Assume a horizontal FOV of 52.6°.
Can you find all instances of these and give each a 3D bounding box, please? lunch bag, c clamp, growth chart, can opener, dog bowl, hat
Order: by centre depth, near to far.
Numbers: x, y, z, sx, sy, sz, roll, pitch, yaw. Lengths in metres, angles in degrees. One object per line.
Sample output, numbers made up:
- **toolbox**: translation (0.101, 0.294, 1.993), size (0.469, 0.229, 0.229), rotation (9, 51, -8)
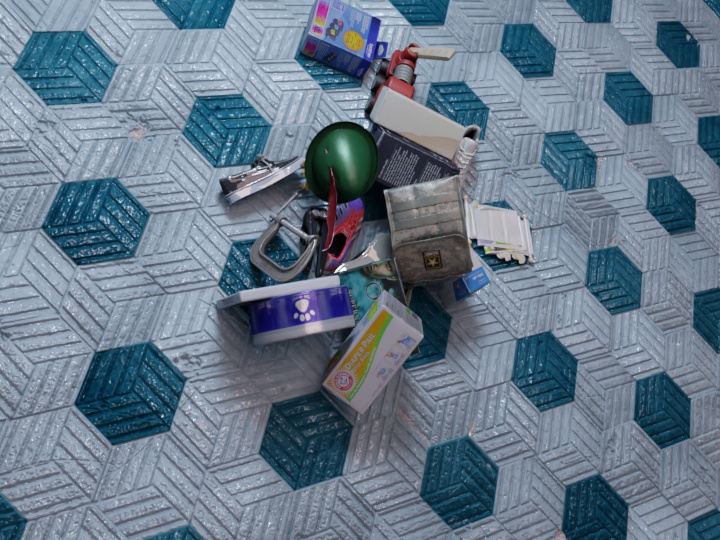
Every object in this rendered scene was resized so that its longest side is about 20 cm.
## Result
- **dog bowl**: translation (-0.112, 0.087, 1.388), size (0.197, 0.199, 0.081), rotation (-10, 86, -26)
- **hat**: translation (-0.016, -0.173, 1.444), size (0.162, 0.177, 0.204), rotation (-5, 117, -16)
- **c clamp**: translation (-0.147, -0.064, 1.463), size (0.171, 0.200, 0.027), rotation (-44, 134, -5)
- **can opener**: translation (-0.089, -0.057, 1.489), size (0.062, 0.080, 0.202), rotation (8, 41, -12)
- **lunch bag**: translation (0.141, -0.077, 1.506), size (0.161, 0.118, 0.205), rotation (-9, 87, 10)
- **growth chart**: translation (0.334, -0.094, 1.760), size (0.196, 0.018, 0.148), rotation (13, 67, -19)

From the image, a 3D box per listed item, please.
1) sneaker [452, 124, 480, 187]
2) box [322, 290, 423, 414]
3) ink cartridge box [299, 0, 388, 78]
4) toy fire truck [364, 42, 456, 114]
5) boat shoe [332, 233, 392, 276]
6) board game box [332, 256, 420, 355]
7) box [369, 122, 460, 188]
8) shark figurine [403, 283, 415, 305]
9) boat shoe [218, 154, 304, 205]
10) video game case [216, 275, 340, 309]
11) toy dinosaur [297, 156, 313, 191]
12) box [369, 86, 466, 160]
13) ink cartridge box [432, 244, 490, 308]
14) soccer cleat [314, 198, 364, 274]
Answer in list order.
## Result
- **sneaker**: translation (0.236, -0.270, 1.736), size (0.077, 0.099, 0.203), rotation (24, 63, -13)
- **box**: translation (0.024, 0.159, 1.420), size (0.101, 0.113, 0.201), rotation (36, 102, -6)
- **ink cartridge box**: translation (-0.032, -0.554, 1.742), size (0.197, 0.076, 0.139), rotation (20, 64, -17)
- **toy fire truck**: translation (0.115, -0.447, 1.692), size (0.127, 0.200, 0.179), rotation (23, 63, -13)
- **boat shoe**: translation (0.000, 0.000, 1.555), size (0.074, 0.060, 0.200), rotation (40, 63, 3)
- **board game box**: translation (0.034, 0.087, 1.478), size (0.133, 0.028, 0.204), rotation (-15, 100, 8)
- **box**: translation (0.104, -0.233, 1.623), size (0.197, 0.148, 0.106), rotation (23, 105, -12)
- **shark figurine**: translation (0.065, 0.079, 1.541), size (0.212, 0.089, 0.130), rotation (-27, 84, -27)
- **boat shoe**: translation (-0.207, -0.209, 1.537), size (0.197, 0.073, 0.069), rotation (-30, 98, -20)
- **video game case**: translation (-0.161, 0.042, 1.400), size (0.196, 0.181, 0.023), rotation (-9, 87, -26)
- **toy dinosaur**: translation (-0.087, -0.224, 1.591), size (0.059, 0.108, 0.200), rotation (22, 18, 2)
- **box**: translation (0.127, -0.330, 1.628), size (0.197, 0.095, 0.079), rotation (24, 105, -12)
- **ink cartridge box**: translation (0.191, -0.032, 1.618), size (0.066, 0.116, 0.203), rotation (-23, 81, -28)
- **soccer cleat**: translation (-0.034, -0.085, 1.564), size (0.068, 0.073, 0.202), rotation (31, 62, -9)
